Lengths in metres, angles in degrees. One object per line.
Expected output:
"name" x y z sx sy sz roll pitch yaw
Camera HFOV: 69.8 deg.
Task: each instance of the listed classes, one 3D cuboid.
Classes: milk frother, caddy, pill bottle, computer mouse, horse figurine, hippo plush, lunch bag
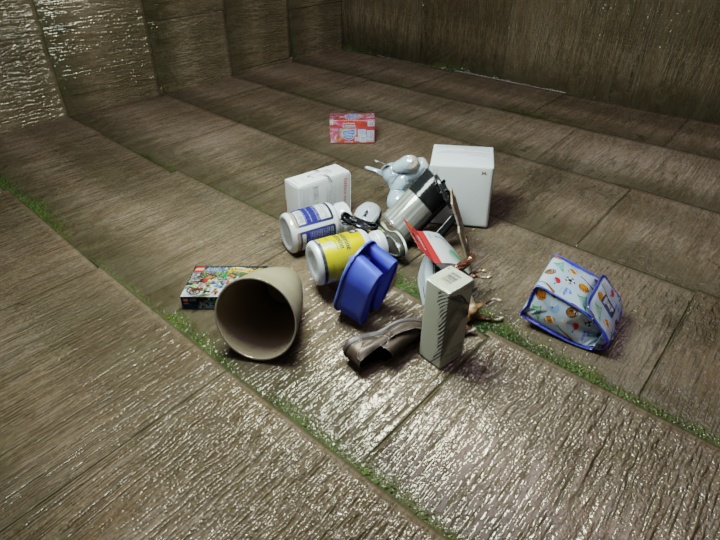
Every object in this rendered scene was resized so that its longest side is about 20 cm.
"milk frother" 0.167 -0.177 1.446 0.188 0.200 0.181 -45 63 7
"caddy" 0.003 0.025 1.212 0.104 0.202 0.141 34 42 18
"pill bottle" -0.127 -0.131 1.498 0.197 0.118 0.116 -18 38 -24
"pill bottle" -0.032 -0.041 1.308 0.196 0.114 0.112 -16 37 -22
"computer mouse" 0.016 -0.164 1.486 0.108 0.045 0.200 19 25 7
"horse figurine" 0.266 0.058 1.246 0.130 0.050 0.204 -11 66 -8
"hippo plush" 0.137 -0.264 1.629 0.196 0.165 0.159 -1 -5 -25
"lunch bag" 0.502 0.076 1.200 0.198 0.125 0.170 33 44 19

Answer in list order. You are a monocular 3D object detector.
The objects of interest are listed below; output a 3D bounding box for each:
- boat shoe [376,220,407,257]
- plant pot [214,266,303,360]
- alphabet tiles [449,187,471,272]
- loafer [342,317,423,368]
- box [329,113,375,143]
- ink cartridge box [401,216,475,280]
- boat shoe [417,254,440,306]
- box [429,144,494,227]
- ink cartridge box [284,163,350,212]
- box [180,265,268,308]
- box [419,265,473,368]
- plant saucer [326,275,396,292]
"boat shoe" 0.067 -0.085 1.474 0.059 0.073 0.201 -13 29 -21
"plant pot" -0.203 0.071 1.176 0.183 0.192 0.200 7 21 10
"alphabet tiles" 0.274 -0.118 1.414 0.007 0.203 0.168 -14 31 17
"loafer" 0.062 0.166 1.120 0.196 0.074 0.071 -18 46 -14
"box" -0.035 -0.608 2.201 0.195 0.101 0.096 0 34 0
"ink cartridge box" 0.202 -0.057 1.341 0.050 0.200 0.162 -39 34 13
"boat shoe" 0.189 0.031 1.318 0.069 0.073 0.202 14 38 -7
"box" 0.313 -0.268 1.622 0.195 0.203 0.173 5 34 9
"ink cartridge box" -0.130 -0.230 1.614 0.198 0.149 0.082 -24 41 -32
"box" -0.342 0.041 1.318 0.195 0.038 0.138 0 35 0
"box" 0.178 0.100 1.088 0.081 0.204 0.068 -26 41 -32
"plant saucer" 0.000 0.000 1.380 0.195 0.037 0.202 0 35 0
